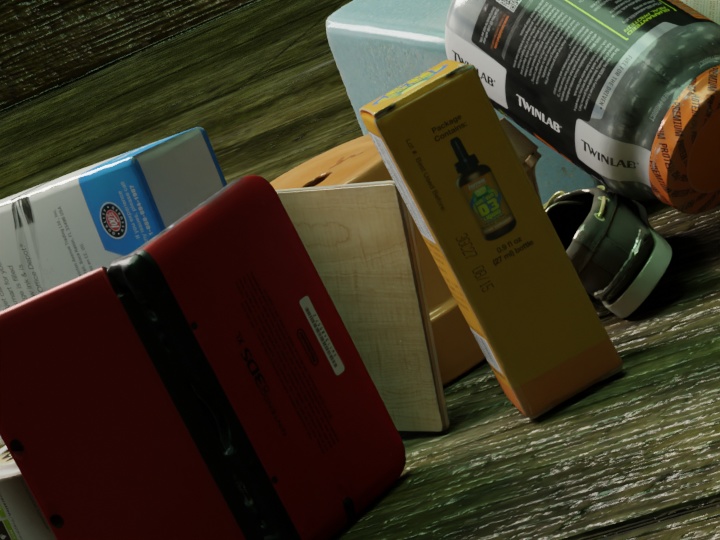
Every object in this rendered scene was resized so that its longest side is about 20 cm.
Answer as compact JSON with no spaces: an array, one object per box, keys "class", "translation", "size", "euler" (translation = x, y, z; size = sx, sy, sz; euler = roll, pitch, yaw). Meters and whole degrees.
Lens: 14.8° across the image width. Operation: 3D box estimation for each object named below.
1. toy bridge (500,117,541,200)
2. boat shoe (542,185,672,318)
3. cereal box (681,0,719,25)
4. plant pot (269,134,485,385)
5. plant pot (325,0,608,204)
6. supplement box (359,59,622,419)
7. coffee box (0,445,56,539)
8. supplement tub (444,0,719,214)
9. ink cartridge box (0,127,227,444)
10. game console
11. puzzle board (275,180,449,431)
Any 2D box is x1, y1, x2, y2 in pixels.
[{"class":"toy bridge","translation":[0.089,-0.043,1.859],"size":[0.027,0.067,0.200],"euler":[-49,-1,-19]},{"class":"boat shoe","translation":[0.142,-0.023,1.750],"size":[0.072,0.060,0.202],"euler":[-55,12,4]},{"class":"cereal box","translation":[0.247,-0.122,1.772],"size":[0.039,0.145,0.200],"euler":[1,2,-27]},{"class":"plant pot","translation":[0.000,0.000,1.816],"size":[0.199,0.140,0.200],"euler":[-27,12,6]},{"class":"plant pot","translation":[0.133,-0.127,1.961],"size":[0.196,0.197,0.200],"euler":[-35,27,-29]},{"class":"supplement box","translation":[0.074,-0.019,1.590],"size":[0.066,0.201,0.069],"euler":[-28,13,-4]},{"class":"coffee box","translation":[-0.152,0.133,1.734],"size":[0.200,0.080,0.113],"euler":[-16,14,43]},{"class":"supplement tub","translation":[0.157,-0.124,1.742],"size":[0.122,0.123,0.200],"euler":[-33,49,-23]},{"class":"ink cartridge box","translation":[-0.168,0.011,1.743],"size":[0.199,0.147,0.084],"euler":[-17,9,35]},{"class":"game console","translation":[-0.097,0.074,1.575],"size":[0.118,0.201,0.172],"euler":[-12,20,47]},{"class":"puzzle board","translation":[-0.026,0.023,1.712],"size":[0.017,0.151,0.200],"euler":[-18,10,-40]}]
